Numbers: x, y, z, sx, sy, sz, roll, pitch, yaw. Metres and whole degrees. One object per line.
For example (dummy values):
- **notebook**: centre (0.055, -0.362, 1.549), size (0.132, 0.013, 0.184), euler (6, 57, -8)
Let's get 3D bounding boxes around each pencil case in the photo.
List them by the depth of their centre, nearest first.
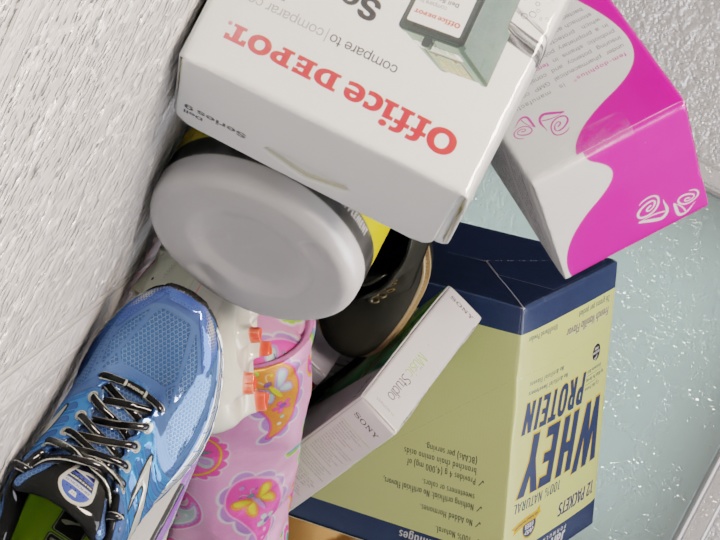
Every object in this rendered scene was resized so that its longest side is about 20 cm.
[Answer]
- **pencil case**: centre (-0.075, 0.095, 1.337), size (0.087, 0.087, 0.200), euler (-63, 165, -45)

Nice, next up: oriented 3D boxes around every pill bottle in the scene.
- **pill bottle**: centre (-0.017, -0.084, 1.178), size (0.114, 0.114, 0.200), euler (113, 2, -58)

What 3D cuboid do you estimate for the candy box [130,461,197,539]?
- **candy box**: centre (-0.170, 0.194, 1.297), size (0.168, 0.072, 0.200), euler (-63, 179, -38)

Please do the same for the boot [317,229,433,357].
- **boot**: centre (0.000, 0.000, 1.344), size (0.138, 0.077, 0.200), euler (-68, 174, -52)

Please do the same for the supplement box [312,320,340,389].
- **supplement box**: centre (-0.083, 0.081, 1.529), size (0.200, 0.061, 0.109), euler (-44, -174, 34)

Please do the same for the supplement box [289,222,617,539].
- **supplement box**: centre (0.054, 0.081, 1.593), size (0.134, 0.200, 0.200), euler (-23, 122, -53)

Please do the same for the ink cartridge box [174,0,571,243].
- **ink cartridge box**: centre (0.022, -0.134, 1.049), size (0.084, 0.146, 0.200), euler (112, 3, -75)

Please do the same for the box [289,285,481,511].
- **box**: centre (-0.022, 0.101, 1.471), size (0.200, 0.036, 0.144), euler (-37, -173, 37)

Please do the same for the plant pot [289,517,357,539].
- **plant pot**: centre (-0.074, 0.134, 1.760), size (0.200, 0.200, 0.183), euler (-62, 162, -59)

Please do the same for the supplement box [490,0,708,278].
- **supplement box**: centre (0.113, -0.110, 1.370), size (0.101, 0.200, 0.103), euler (-27, 140, -2)

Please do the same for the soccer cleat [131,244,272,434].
- **soccer cleat**: centre (-0.083, -0.009, 1.233), size (0.069, 0.078, 0.200), euler (69, 24, -62)

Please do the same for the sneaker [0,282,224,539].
- **sneaker**: centre (-0.127, 0.099, 1.133), size (0.200, 0.079, 0.089), euler (-64, -179, -7)
